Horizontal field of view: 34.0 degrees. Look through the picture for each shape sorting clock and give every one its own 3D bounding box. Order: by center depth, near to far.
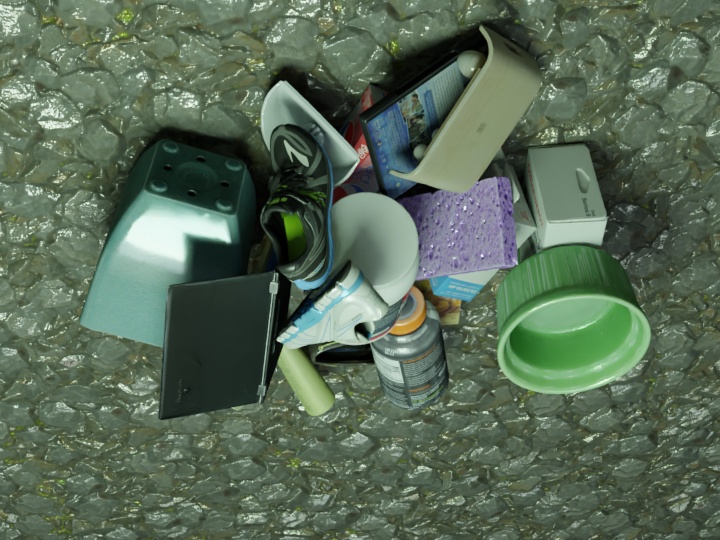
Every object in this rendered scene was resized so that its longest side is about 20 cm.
[{"bbox_3d":[-0.122,-0.004,1.542,0.039,0.202,0.201,19,135,-2],"label":"shape sorting clock"}]

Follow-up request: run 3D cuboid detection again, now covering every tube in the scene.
[{"bbox_3d":[-0.102,0.129,1.746,0.057,0.052,0.201,-11,125,32],"label":"tube"}]

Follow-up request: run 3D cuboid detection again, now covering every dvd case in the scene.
[{"bbox_3d":[0.092,-0.188,1.429,0.199,0.018,0.144,-36,140,-14],"label":"dvd case"}]

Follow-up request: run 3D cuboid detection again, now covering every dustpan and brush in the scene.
[{"bbox_3d":[-0.083,-0.142,1.481,0.140,0.057,0.200,45,163,0],"label":"dustpan and brush"}]

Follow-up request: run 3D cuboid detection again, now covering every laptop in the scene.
[{"bbox_3d":[-0.156,0.058,1.417,0.114,0.201,0.190,12,121,3],"label":"laptop"}]

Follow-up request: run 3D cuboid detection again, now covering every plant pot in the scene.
[{"bbox_3d":[-0.225,-0.043,1.474,0.193,0.198,0.202,14,128,-8],"label":"plant pot"}]

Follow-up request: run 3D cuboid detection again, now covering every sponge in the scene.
[{"bbox_3d":[0.120,-0.051,1.528,0.029,0.114,0.199,-1,175,-39],"label":"sponge"}]

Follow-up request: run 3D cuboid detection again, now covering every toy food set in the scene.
[{"bbox_3d":[0.125,-0.186,1.411,0.201,0.060,0.143,-56,152,15],"label":"toy food set"}]

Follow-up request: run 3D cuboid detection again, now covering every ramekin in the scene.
[{"bbox_3d":[0.268,0.061,1.526,0.196,0.099,0.202,-2,138,-2],"label":"ramekin"}]

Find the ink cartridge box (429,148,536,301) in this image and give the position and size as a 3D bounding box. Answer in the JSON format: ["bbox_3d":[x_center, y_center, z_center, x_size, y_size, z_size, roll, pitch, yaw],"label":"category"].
[{"bbox_3d":[0.162,-0.067,1.569,0.067,0.116,0.200,12,136,-31],"label":"ink cartridge box"}]

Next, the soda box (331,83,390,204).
[{"bbox_3d":[-0.004,-0.138,1.509,0.069,0.064,0.201,16,133,-25],"label":"soda box"}]

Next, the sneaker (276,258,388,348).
[{"bbox_3d":[-0.032,0.063,1.389,0.086,0.075,0.200,39,149,-9],"label":"sneaker"}]

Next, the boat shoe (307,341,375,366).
[{"bbox_3d":[0.016,0.116,1.793,0.197,0.061,0.072,1,139,-10],"label":"boat shoe"}]

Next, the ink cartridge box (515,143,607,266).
[{"bbox_3d":[0.265,-0.049,1.588,0.082,0.147,0.202,-3,137,-4],"label":"ink cartridge box"}]

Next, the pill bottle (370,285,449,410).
[{"bbox_3d":[0.067,0.104,1.670,0.104,0.107,0.201,-10,142,2],"label":"pill bottle"}]

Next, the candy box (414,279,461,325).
[{"bbox_3d":[0.048,0.031,1.707,0.196,0.056,0.116,-4,139,-5],"label":"candy box"}]

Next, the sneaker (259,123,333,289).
[{"bbox_3d":[-0.075,-0.081,1.362,0.070,0.203,0.082,-15,160,25],"label":"sneaker"}]

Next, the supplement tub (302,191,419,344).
[{"bbox_3d":[0.000,0.000,1.492,0.138,0.143,0.200,-1,158,-7],"label":"supplement tub"}]

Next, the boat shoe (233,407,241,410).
[{"bbox_3d":[-0.210,0.125,1.767,0.062,0.071,0.202,21,136,27],"label":"boat shoe"}]
